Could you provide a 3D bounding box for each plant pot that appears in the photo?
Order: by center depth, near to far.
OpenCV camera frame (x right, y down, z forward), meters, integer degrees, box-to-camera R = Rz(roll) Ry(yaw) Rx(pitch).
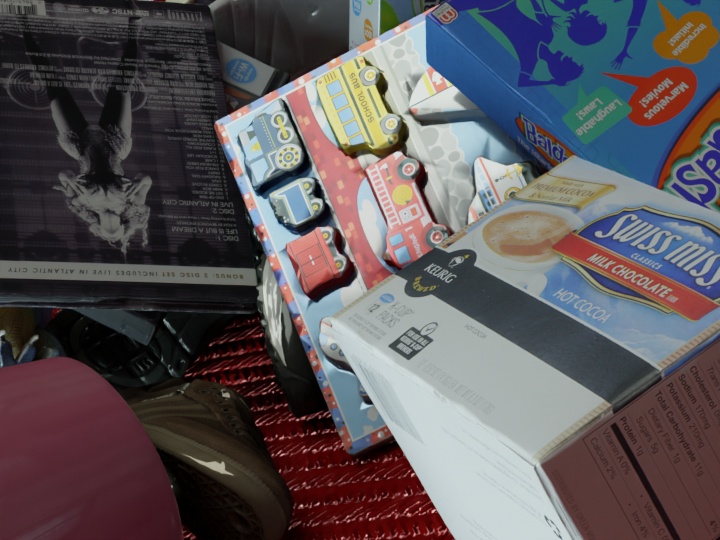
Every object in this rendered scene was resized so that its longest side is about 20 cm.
[{"bbox_3d":[-0.189,0.131,1.051,0.179,0.200,0.200,-26,17,-32],"label":"plant pot"}]

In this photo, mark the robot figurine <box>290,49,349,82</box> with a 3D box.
[{"bbox_3d":[0.008,-0.179,1.515,0.200,0.113,0.170,-25,3,13],"label":"robot figurine"}]

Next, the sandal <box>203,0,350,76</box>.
[{"bbox_3d":[-0.012,-0.168,1.298,0.206,0.079,0.059,-21,30,24],"label":"sandal"}]

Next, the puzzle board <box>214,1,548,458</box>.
[{"bbox_3d":[0.024,-0.027,1.140,0.150,0.017,0.200,-27,66,9],"label":"puzzle board"}]

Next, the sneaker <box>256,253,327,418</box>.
[{"bbox_3d":[0.000,0.000,1.217,0.079,0.074,0.200,-2,37,22],"label":"sneaker"}]

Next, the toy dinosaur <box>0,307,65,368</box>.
[{"bbox_3d":[-0.215,0.013,1.265,0.200,0.105,0.181,-54,41,9],"label":"toy dinosaur"}]

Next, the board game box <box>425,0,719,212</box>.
[{"bbox_3d":[0.152,-0.093,1.095,0.152,0.045,0.200,-39,66,-17],"label":"board game box"}]

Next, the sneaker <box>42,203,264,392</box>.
[{"bbox_3d":[-0.101,0.019,1.318,0.200,0.076,0.091,-34,1,7],"label":"sneaker"}]

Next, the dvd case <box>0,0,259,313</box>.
[{"bbox_3d":[-0.138,-0.065,1.214,0.016,0.148,0.200,118,147,-50],"label":"dvd case"}]

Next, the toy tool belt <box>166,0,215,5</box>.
[{"bbox_3d":[-0.095,-0.124,1.402,0.123,0.200,0.125,-22,22,23],"label":"toy tool belt"}]

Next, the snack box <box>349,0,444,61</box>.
[{"bbox_3d":[0.094,-0.160,1.232,0.199,0.143,0.053,-6,18,-21],"label":"snack box"}]

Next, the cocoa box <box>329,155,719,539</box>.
[{"bbox_3d":[0.103,0.057,0.885,0.131,0.134,0.200,-35,23,-11],"label":"cocoa box"}]

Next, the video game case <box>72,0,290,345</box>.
[{"bbox_3d":[-0.155,-0.075,1.241,0.200,0.180,0.026,-65,1,-39],"label":"video game case"}]

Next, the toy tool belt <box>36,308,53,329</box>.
[{"bbox_3d":[-0.228,0.027,1.368,0.123,0.125,0.200,-27,7,3],"label":"toy tool belt"}]

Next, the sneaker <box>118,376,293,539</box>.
[{"bbox_3d":[-0.079,0.084,1.143,0.076,0.071,0.200,-40,25,-22],"label":"sneaker"}]
